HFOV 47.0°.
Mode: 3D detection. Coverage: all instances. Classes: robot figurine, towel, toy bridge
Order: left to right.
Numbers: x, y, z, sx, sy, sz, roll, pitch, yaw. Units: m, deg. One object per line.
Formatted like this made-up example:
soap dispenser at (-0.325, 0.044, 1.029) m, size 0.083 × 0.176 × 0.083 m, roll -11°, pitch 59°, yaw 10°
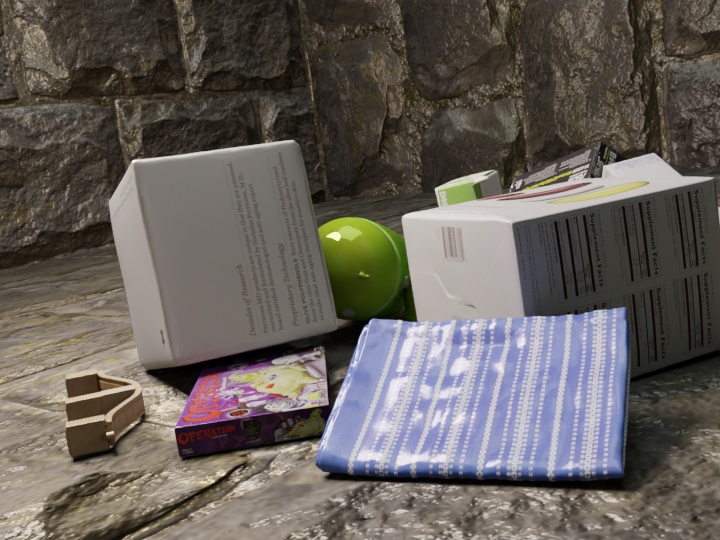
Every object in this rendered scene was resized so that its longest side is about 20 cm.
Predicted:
toy bridge at (-0.229, 0.121, 0.741) m, size 0.067 × 0.027 × 0.200 m, roll -10°, pitch 9°, yaw -19°
robot figurine at (0.000, 0.000, 0.961) m, size 0.175 × 0.116 × 0.200 m, roll 16°, pitch 1°, yaw 16°
towel at (0.076, 0.079, 0.556) m, size 0.199 × 0.024 × 0.145 m, roll -5°, pitch 36°, yaw 24°

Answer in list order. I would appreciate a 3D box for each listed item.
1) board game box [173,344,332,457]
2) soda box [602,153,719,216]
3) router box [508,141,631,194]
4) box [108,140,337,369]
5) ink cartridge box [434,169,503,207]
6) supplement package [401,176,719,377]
board game box at (-0.085, 0.106, 0.715) m, size 0.119 × 0.032 × 0.200 m, roll -13°, pitch 9°, yaw -2°
soda box at (0.317, -0.036, 0.823) m, size 0.063 × 0.068 × 0.200 m, roll -14°, pitch 40°, yaw -11°
router box at (0.311, -0.090, 1.125) m, size 0.149 × 0.062 × 0.200 m, roll 27°, pitch -18°, yaw -18°
box at (-0.152, -0.009, 0.866) m, size 0.171 × 0.201 × 0.199 m, roll -12°, pitch -2°, yaw -24°
ink cartridge box at (0.146, -0.046, 1.077) m, size 0.075 × 0.149 × 0.200 m, roll -11°, pitch 7°, yaw 19°
supplement package at (0.173, 0.005, 0.724) m, size 0.199 × 0.148 × 0.191 m, roll -13°, pitch 10°, yaw -22°
